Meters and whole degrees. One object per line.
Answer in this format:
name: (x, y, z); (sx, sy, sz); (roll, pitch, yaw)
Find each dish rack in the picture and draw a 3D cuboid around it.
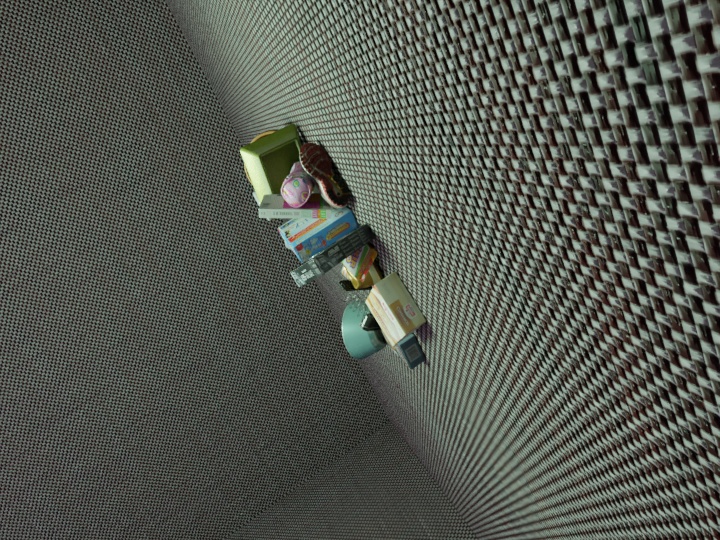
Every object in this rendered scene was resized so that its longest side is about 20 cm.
dish rack: (0.017, 0.100, 1.701); (0.151, 0.055, 0.200); (1, -145, -46)

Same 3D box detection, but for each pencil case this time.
pencil case: (-0.168, -0.245, 1.516); (0.089, 0.086, 0.201); (62, -167, -20)

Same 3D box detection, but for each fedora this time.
fedora: (0.000, 0.000, 1.668); (0.203, 0.081, 0.201); (57, 170, 15)

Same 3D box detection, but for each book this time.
book: (-0.178, -0.179, 1.524); (0.134, 0.194, 0.049); (-99, 10, -67)

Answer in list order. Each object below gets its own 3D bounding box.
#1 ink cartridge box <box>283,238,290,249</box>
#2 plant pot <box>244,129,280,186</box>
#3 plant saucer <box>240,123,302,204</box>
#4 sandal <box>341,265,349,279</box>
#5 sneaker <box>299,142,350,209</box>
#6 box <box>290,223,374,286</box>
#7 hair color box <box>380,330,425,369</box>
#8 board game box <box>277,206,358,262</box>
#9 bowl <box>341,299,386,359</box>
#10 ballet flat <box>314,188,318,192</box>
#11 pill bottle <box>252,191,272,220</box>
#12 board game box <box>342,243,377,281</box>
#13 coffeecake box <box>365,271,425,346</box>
ink cartridge box: (-0.217, -0.176, 1.993); (0.042, 0.201, 0.200); (24, 171, -1)
plant pot: (-0.265, -0.354, 1.740); (0.141, 0.196, 0.203); (-104, -11, -64)
plant saucer: (-0.229, -0.300, 1.613); (0.047, 0.198, 0.204); (18, 133, 51)
sandal: (-0.046, -0.011, 1.953); (0.208, 0.058, 0.080); (55, 171, 30)
sneaker: (-0.103, -0.248, 1.469); (0.203, 0.077, 0.082); (60, 166, 4)
box: (-0.076, -0.039, 1.473); (0.050, 0.198, 0.157); (57, 149, -5)
hair color box: (0.125, 0.221, 1.744); (0.101, 0.060, 0.200); (63, 171, -24)
board game box: (-0.129, -0.128, 1.615); (0.057, 0.197, 0.196); (62, 171, -29)
bowl: (0.034, 0.197, 1.870); (0.103, 0.202, 0.204); (-10, 119, 34)
ballet flat: (-0.159, -0.247, 1.825); (0.068, 0.061, 0.202); (62, 156, 28)
pill bottle: (-0.258, -0.267, 1.864); (0.113, 0.198, 0.112); (54, 172, 12)
board game box: (-0.019, -0.055, 1.596); (0.029, 0.097, 0.200); (17, -162, -36)
coffeecake box: (0.092, 0.111, 1.510); (0.156, 0.072, 0.200); (58, 166, 10)
